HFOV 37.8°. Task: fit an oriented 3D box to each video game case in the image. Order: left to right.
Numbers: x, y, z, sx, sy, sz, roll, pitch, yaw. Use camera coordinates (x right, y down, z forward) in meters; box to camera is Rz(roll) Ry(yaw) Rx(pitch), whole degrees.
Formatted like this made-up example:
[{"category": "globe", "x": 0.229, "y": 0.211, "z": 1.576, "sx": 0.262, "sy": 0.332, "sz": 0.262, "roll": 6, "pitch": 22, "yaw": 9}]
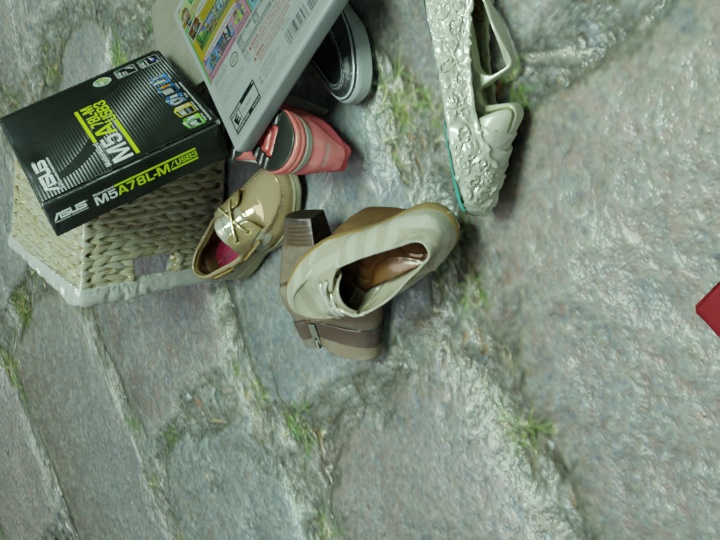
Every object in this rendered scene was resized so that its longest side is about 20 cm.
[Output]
[{"category": "video game case", "x": -0.097, "y": -0.244, "z": 0.969, "sx": 0.200, "sy": 0.022, "sz": 0.184, "roll": -50, "pitch": 57, "yaw": 40}]

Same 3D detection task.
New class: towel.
[{"category": "towel", "x": -0.174, "y": -0.266, "z": 1.151, "sx": 0.199, "sy": 0.034, "sz": 0.135, "roll": -17, "pitch": 79, "yaw": 54}]

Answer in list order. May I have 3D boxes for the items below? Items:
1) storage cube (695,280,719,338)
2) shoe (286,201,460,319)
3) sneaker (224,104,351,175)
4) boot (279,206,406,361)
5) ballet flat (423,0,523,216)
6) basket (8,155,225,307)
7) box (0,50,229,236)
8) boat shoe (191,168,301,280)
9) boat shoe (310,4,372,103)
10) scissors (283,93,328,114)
[{"category": "storage cube", "x": 0.315, "y": 0.010, "z": 0.516, "sx": 0.172, "sy": 0.198, "sz": 0.180, "roll": 56, "pitch": 144, "yaw": 22}, {"category": "shoe", "x": 0.000, "y": 0.000, "z": 0.927, "sx": 0.199, "sy": 0.054, "sz": 0.070, "roll": -28, "pitch": 112, "yaw": 38}, {"category": "sneaker", "x": -0.076, "y": -0.129, "z": 1.047, "sx": 0.200, "sy": 0.086, "sz": 0.075, "roll": 37, "pitch": 113, "yaw": 57}, {"category": "boot", "x": -0.001, "y": 0.017, "z": 1.019, "sx": 0.198, "sy": 0.070, "sz": 0.148, "roll": 8, "pitch": 117, "yaw": 43}, {"category": "ballet flat", "x": 0.095, "y": -0.145, "z": 0.842, "sx": 0.071, "sy": 0.071, "sz": 0.203, "roll": -6, "pitch": 97, "yaw": 51}, {"category": "basket", "x": -0.283, "y": -0.078, "z": 1.227, "sx": 0.199, "sy": 0.196, "sz": 0.163, "roll": 31, "pitch": 122, "yaw": 42}, {"category": "box", "x": -0.258, "y": -0.139, "z": 1.086, "sx": 0.200, "sy": 0.191, "sz": 0.048, "roll": 49, "pitch": 158, "yaw": 46}, {"category": "boat shoe", "x": -0.128, "y": -0.046, "z": 1.144, "sx": 0.074, "sy": 0.069, "sz": 0.200, "roll": 59, "pitch": 139, "yaw": 19}, {"category": "boat shoe", "x": -0.053, "y": -0.247, "z": 0.987, "sx": 0.072, "sy": 0.067, "sz": 0.202, "roll": -31, "pitch": 77, "yaw": 51}, {"category": "scissors", "x": -0.099, "y": -0.192, "z": 1.105, "sx": 0.199, "sy": 0.014, "sz": 0.074, "roll": 5, "pitch": 103, "yaw": 52}]
